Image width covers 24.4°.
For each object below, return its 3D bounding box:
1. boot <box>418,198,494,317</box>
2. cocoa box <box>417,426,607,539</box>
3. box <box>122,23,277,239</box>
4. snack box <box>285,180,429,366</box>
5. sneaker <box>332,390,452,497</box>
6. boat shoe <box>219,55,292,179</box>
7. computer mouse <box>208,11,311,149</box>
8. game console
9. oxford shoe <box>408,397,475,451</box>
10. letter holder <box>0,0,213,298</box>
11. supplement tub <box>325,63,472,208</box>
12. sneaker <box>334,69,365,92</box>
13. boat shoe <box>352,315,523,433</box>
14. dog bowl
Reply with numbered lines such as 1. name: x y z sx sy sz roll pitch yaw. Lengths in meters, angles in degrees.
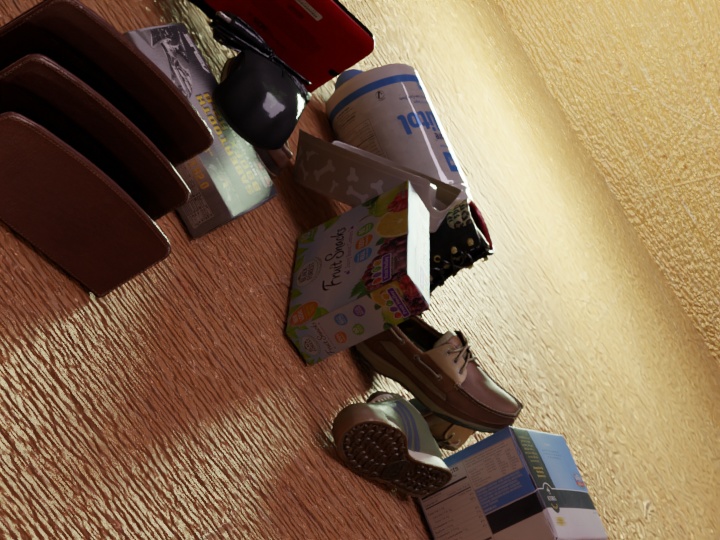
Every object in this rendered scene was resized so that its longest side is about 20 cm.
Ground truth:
1. boot: 0.078 0.010 1.911 0.074 0.153 0.204 50 21 -33
2. cocoa box: 0.163 0.258 1.816 0.200 0.133 0.132 19 45 -65
3. box: -0.167 -0.139 1.617 0.201 0.048 0.158 61 16 -2
4. snack box: 0.000 0.000 1.726 0.053 0.142 0.200 55 18 -24
5. sneaker: 0.020 0.160 1.687 0.200 0.067 0.090 39 21 -52
6. boat shoe: -0.106 -0.168 1.801 0.072 0.067 0.201 47 23 -39
7. computer mouse: -0.097 -0.193 1.698 0.138 0.053 0.200 39 24 -19
8. game console: -0.103 -0.296 1.821 0.200 0.172 0.119 39 36 -33
9. oxford shoe: 0.094 0.169 1.871 0.200 0.071 0.072 -3 84 -65
10. letter holder: -0.210 -0.095 1.276 0.200 0.142 0.101 44 24 -44
11. supplement tub: 0.048 -0.145 2.099 0.201 0.131 0.132 66 18 15
12. sneaker: 0.012 -0.228 2.239 0.200 0.070 0.078 41 19 -57
13. boat shoe: 0.085 0.101 1.787 0.199 0.074 0.076 30 30 9
14. dog bowl: 0.013 -0.099 1.889 0.199 0.059 0.200 20 5 -2
